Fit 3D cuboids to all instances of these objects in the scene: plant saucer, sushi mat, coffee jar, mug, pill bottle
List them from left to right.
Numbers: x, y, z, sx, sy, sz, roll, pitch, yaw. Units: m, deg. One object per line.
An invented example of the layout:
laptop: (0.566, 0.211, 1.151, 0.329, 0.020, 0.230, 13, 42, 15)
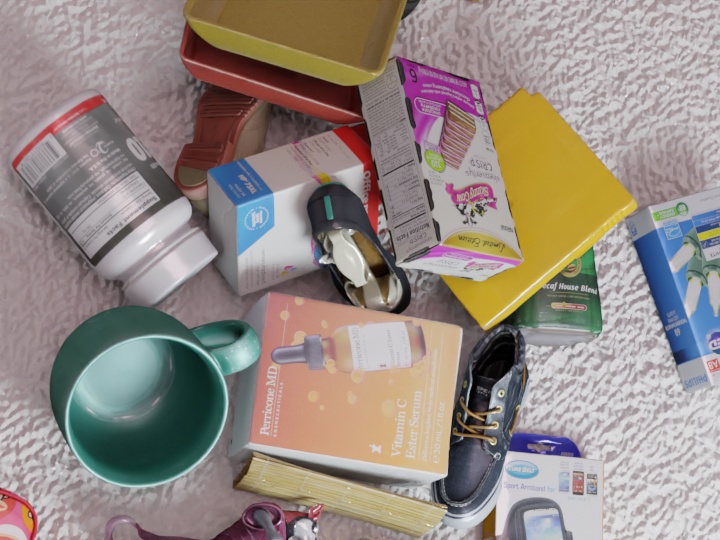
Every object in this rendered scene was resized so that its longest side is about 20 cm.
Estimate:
pill bottle: (-0.235, -0.064, 1.591, 0.114, 0.114, 0.200, -40, 90, -21)
mug: (-0.197, 0.111, 1.545, 0.184, 0.114, 0.153, 4, 106, -24)
plant saucer: (-0.082, -0.230, 1.679, 0.199, 0.037, 0.200, 16, 41, -11)
plant saucer: (-0.060, -0.259, 1.639, 0.199, 0.049, 0.200, 17, 42, 0)
sushi mat: (-0.020, 0.218, 1.593, 0.199, 0.096, 0.012, 17, 60, -12)
coffee jar: (0.196, -0.026, 1.723, 0.104, 0.085, 0.201, 4, 75, -15)

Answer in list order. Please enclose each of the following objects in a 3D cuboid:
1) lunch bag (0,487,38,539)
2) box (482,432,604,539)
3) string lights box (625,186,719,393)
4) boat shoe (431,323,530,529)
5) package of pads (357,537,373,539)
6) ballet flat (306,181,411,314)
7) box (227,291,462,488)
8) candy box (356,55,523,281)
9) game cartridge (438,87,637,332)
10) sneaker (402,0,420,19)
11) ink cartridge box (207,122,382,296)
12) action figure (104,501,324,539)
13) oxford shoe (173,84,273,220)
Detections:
lunch bag: (-0.394, 0.242, 1.483, 0.199, 0.082, 0.177, 20, 71, -10)
box: (0.184, 0.264, 1.672, 0.119, 0.041, 0.201, 7, 77, -15)
string lights box: (0.371, 0.020, 1.777, 0.102, 0.059, 0.201, -16, 81, -21)
boat shoe: (0.115, 0.150, 1.630, 0.071, 0.091, 0.201, 11, 54, 17)
package of pads: (0.030, 0.372, 1.584, 0.154, 0.068, 0.201, 23, 71, -11)
ballet flat: (0.000, 0.000, 1.614, 0.073, 0.200, 0.073, -14, 47, 15)
box: (-0.016, 0.119, 1.613, 0.199, 0.106, 0.153, 10, 74, -14)
candy box: (0.077, -0.098, 1.616, 0.136, 0.061, 0.201, 9, 63, -48)
game cartridge: (0.150, -0.065, 1.680, 0.200, 0.032, 0.176, -39, 68, 3)
sneaker: (-0.014, -0.335, 1.733, 0.199, 0.075, 0.085, 29, 50, -8)
ink cartridge box: (-0.047, -0.065, 1.635, 0.199, 0.117, 0.067, -20, 44, -23)
action figure: (-0.119, 0.272, 1.568, 0.200, 0.134, 0.149, -29, 43, -33)
oxford shoe: (-0.127, -0.136, 1.676, 0.071, 0.074, 0.200, 6, 55, 30)
